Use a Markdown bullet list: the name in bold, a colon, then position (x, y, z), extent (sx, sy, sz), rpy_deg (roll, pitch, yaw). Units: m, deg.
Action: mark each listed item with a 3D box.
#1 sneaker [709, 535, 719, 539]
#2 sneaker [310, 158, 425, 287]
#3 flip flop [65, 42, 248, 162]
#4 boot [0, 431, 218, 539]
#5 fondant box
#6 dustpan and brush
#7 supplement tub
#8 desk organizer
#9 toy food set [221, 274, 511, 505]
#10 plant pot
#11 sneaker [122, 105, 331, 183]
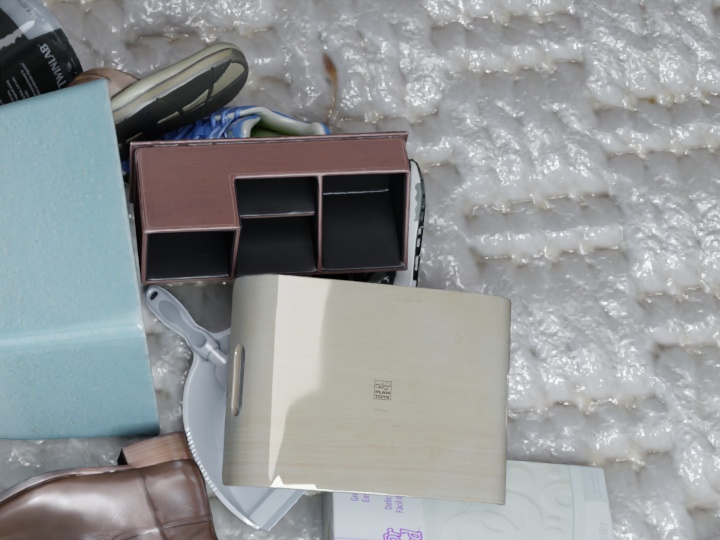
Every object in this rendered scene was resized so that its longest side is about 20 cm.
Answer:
- **sneaker**: position (0.227, 0.269, 1.323), extent (0.082, 0.077, 0.200), rpy_deg (46, 72, -4)
- **sneaker**: position (0.000, 0.000, 1.415), extent (0.088, 0.076, 0.200), rpy_deg (7, 63, 2)
- **flip flop**: position (-0.180, -0.124, 1.387), extent (0.200, 0.081, 0.058), rpy_deg (-27, 70, -6)
- **boot**: position (-0.165, 0.230, 1.285), extent (0.186, 0.064, 0.200), rpy_deg (-21, 75, -10)
- **fondant box**: position (0.075, 0.198, 1.305), extent (0.200, 0.058, 0.144), rpy_deg (4, 39, -5)
- **dustpan and brush**: position (-0.092, 0.074, 1.361), extent (0.140, 0.057, 0.200), rpy_deg (-48, 49, -1)
- **supplement tub**: position (-0.314, -0.119, 1.398), extent (0.200, 0.123, 0.123), rpy_deg (-37, 74, -23)
- **desk organizer**: position (-0.062, -0.045, 1.344), extent (0.200, 0.072, 0.077), rpy_deg (-3, 56, -11)
- **toy food set**: position (0.008, 0.083, 1.293), extent (0.200, 0.060, 0.144), rpy_deg (5, 81, -13)
- **plant pot**: position (-0.254, 0.008, 1.310), extent (0.200, 0.196, 0.196), rpy_deg (-9, 65, -7)
- **sneaker**: position (-0.112, -0.102, 1.444), extent (0.200, 0.077, 0.076), rpy_deg (6, 65, -3)
